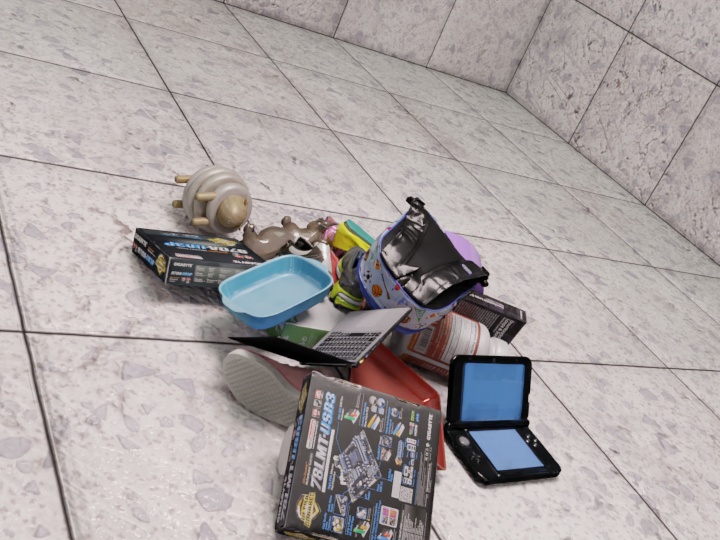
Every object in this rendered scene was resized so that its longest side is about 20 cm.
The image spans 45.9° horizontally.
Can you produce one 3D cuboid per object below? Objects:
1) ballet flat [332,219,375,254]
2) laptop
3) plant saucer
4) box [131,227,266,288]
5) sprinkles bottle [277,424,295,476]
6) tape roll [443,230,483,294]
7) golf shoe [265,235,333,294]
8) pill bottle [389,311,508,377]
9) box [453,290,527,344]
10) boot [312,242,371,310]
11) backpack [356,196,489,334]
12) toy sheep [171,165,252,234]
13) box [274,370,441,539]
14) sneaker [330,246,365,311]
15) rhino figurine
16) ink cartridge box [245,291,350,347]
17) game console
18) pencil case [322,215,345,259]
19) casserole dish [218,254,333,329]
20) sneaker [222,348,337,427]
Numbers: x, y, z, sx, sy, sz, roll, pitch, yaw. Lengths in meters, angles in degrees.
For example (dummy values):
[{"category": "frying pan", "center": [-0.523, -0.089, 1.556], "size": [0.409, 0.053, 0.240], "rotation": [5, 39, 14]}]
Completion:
[{"category": "ballet flat", "center": [0.030, -0.022, 1.651], "size": [0.198, 0.067, 0.067], "rotation": [34, 17, -14]}, {"category": "laptop", "center": [-0.062, 0.080, 1.261], "size": [0.200, 0.186, 0.117], "rotation": [-42, 107, -26]}, {"category": "plant saucer", "center": [0.048, 0.199, 1.317], "size": [0.199, 0.037, 0.201], "rotation": [41, 21, -17]}, {"category": "box", "center": [-0.265, -0.018, 1.430], "size": [0.197, 0.047, 0.158], "rotation": [6, 16, -37]}, {"category": "sprinkles bottle", "center": [-0.011, 0.266, 1.151], "size": [0.196, 0.069, 0.069], "rotation": [19, 26, -17]}, {"category": "tape roll", "center": [0.130, 0.019, 1.590], "size": [0.196, 0.201, 0.067], "rotation": [18, 43, -16]}, {"category": "golf shoe", "center": [-0.120, -0.013, 1.483], "size": [0.197, 0.097, 0.077], "rotation": [6, -2, 38]}, {"category": "pill bottle", "center": [0.159, 0.132, 1.518], "size": [0.196, 0.114, 0.113], "rotation": [22, 25, -10]}, {"category": "box", "center": [0.190, 0.095, 1.581], "size": [0.196, 0.144, 0.037], "rotation": [23, 43, -10]}, {"category": "boot", "center": [-0.040, 0.005, 1.624], "size": [0.142, 0.073, 0.202], "rotation": [11, 37, -32]}, {"category": "backpack", "center": [0.082, 0.008, 1.386], "size": [0.200, 0.155, 0.190], "rotation": [46, 33, 9]}, {"category": "toy sheep", "center": [-0.275, -0.135, 1.592], "size": [0.136, 0.140, 0.200], "rotation": [3, 27, -40]}, {"category": "box", "center": [0.003, 0.254, 1.093], "size": [0.195, 0.050, 0.204], "rotation": [18, 61, -16]}, {"category": "sneaker", "center": [0.000, 0.000, 1.518], "size": [0.073, 0.082, 0.201], "rotation": [30, 22, -10]}, {"category": "rhino figurine", "center": [-0.134, -0.060, 1.570], "size": [0.195, 0.061, 0.088], "rotation": [-13, 27, -11]}, {"category": "ink cartridge box", "center": [-0.105, 0.087, 1.411], "size": [0.196, 0.060, 0.104], "rotation": [12, 28, -29]}, {"category": "game console", "center": [0.238, 0.240, 1.386], "size": [0.197, 0.118, 0.176], "rotation": [5, 32, -37]}, {"category": "pencil case", "center": [0.002, -0.037, 1.717], "size": [0.196, 0.088, 0.083], "rotation": [22, 19, -10]}, {"category": "casserole dish", "center": [-0.132, 0.036, 1.339], "size": [0.120, 0.040, 0.198], "rotation": [30, 38, 33]}, {"category": "sneaker", "center": [-0.103, 0.169, 1.242], "size": [0.198, 0.076, 0.105], "rotation": [31, 23, 1]}]
